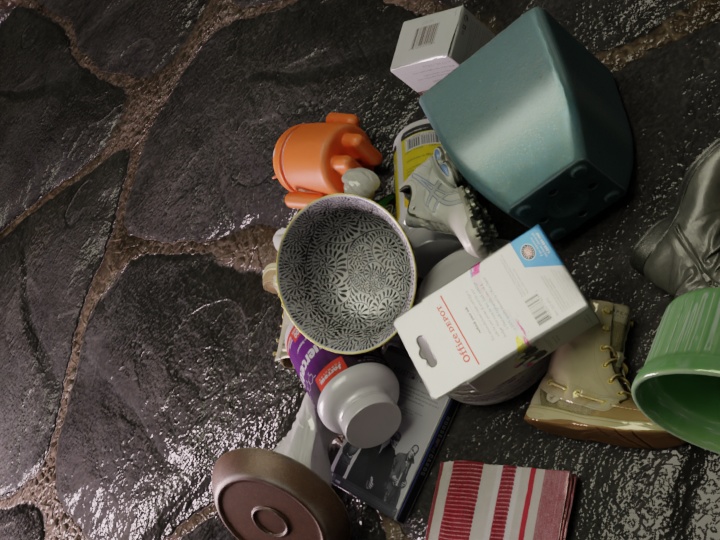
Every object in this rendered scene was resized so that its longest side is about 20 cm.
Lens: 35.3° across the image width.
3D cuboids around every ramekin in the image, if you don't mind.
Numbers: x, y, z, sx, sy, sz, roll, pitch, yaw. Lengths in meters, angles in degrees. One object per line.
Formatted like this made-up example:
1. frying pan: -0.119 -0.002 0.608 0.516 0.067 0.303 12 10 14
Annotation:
1. ramekin: 0.368 0.100 1.077 0.199 0.200 0.098 -2 57 45

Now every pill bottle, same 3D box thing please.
1. pill bottle: -0.020 0.136 1.482 0.113 0.112 0.200 -48 41 13
2. pill bottle: 0.103 -0.096 1.534 0.114 0.114 0.202 -26 50 33

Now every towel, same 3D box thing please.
1. towel: 0.157 0.297 1.307 0.199 0.023 0.145 -4 66 47

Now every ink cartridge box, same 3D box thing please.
1. ink cartridge box: 0.150 0.056 1.268 0.199 0.068 0.116 -33 63 9

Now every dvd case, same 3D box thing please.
1. dvd case: 0.046 0.209 1.474 0.150 0.025 0.201 18 80 50

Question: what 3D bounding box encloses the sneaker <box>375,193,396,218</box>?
1. sneaker: 0.029 -0.012 1.599 0.084 0.078 0.202 18 84 22

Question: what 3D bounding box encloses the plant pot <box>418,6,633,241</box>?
1. plant pot: 0.222 -0.157 1.396 0.195 0.196 0.201 -35 52 26

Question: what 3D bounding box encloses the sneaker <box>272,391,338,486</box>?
1. sneaker: -0.082 0.231 1.519 0.088 0.075 0.201 -23 31 23

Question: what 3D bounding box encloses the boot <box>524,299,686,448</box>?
1. boot: 0.284 0.112 1.252 0.199 0.073 0.157 0 65 49

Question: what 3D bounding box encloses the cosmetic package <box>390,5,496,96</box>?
1. cosmetic package: 0.149 -0.261 1.522 0.112 0.199 0.082 -4 62 47

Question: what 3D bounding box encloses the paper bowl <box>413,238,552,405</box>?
1. paper bowl: 0.145 0.054 1.386 0.199 0.104 0.202 -20 50 25

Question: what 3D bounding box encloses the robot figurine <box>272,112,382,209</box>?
1. robot figurine: -0.058 -0.169 1.746 0.199 0.116 0.146 8 103 48

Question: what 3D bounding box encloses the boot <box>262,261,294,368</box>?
1. boot: -0.099 0.067 1.678 0.199 0.072 0.156 -6 72 58

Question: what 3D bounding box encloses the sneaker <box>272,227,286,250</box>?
1. sneaker: -0.036 -0.007 1.544 0.198 0.076 0.081 15 93 23

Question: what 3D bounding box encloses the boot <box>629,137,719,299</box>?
1. boot: 0.398 -0.042 1.240 0.201 0.067 0.131 -57 43 14

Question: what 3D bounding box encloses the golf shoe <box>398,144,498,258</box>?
1. golf shoe: 0.106 -0.067 1.399 0.097 0.078 0.201 -33 36 11

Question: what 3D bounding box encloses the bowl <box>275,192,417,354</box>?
1. bowl: 0.000 0.000 1.445 0.199 0.094 0.203 4 98 28

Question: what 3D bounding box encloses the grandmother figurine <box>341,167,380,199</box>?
1. grandmother figurine: -0.014 -0.090 1.622 0.200 0.060 0.122 122 168 -65

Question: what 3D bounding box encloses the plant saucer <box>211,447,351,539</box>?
1. plant saucer: -0.108 0.310 1.442 0.199 0.201 0.035 -20 24 37
